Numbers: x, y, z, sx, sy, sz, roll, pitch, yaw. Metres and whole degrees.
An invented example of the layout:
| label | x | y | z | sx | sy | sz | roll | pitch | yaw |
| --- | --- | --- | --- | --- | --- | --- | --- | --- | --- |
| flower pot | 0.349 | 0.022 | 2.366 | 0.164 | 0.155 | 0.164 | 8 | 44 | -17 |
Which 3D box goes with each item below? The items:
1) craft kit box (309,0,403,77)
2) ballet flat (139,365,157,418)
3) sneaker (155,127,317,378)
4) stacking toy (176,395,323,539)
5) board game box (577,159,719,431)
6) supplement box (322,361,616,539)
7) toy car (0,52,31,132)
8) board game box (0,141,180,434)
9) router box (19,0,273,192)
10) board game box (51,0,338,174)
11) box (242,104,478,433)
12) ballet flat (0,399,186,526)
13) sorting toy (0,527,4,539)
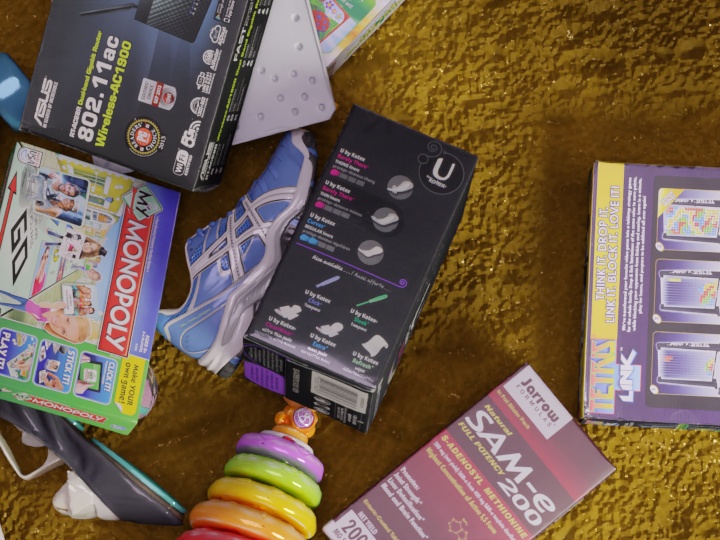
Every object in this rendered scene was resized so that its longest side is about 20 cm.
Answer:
| label | x | y | z | sx | sy | sz | roll | pitch | yaw |
| --- | --- | --- | --- | --- | --- | --- | --- | --- | --- |
| craft kit box | -0.061 | -0.257 | 1.641 | 0.200 | 0.049 | 0.198 | 44 | 88 | 6 |
| ballet flat | -0.237 | 0.041 | 1.592 | 0.200 | 0.071 | 0.069 | 41 | 86 | 6 |
| sneaker | -0.091 | -0.022 | 1.594 | 0.077 | 0.076 | 0.200 | 24 | 83 | 0 |
| stacking toy | -0.067 | 0.163 | 1.570 | 0.116 | 0.110 | 0.200 | 21 | 69 | 3 |
| board game box | 0.253 | 0.022 | 1.592 | 0.165 | 0.057 | 0.200 | 4 | 83 | 4 |
| supplement box | 0.082 | 0.173 | 1.574 | 0.200 | 0.061 | 0.109 | -39 | 83 | -5 |
| toy car | -0.360 | -0.134 | 1.553 | 0.184 | 0.200 | 0.177 | -40 | 84 | -3 |
| board game box | -0.216 | 0.011 | 1.559 | 0.134 | 0.029 | 0.200 | 17 | 59 | -17 |
| router box | -0.155 | -0.176 | 1.563 | 0.150 | 0.062 | 0.200 | 19 | 101 | 13 |
| board game box | -0.132 | -0.191 | 1.601 | 0.200 | 0.026 | 0.200 | -13 | 93 | 16 |
| box | 0.000 | 0.000 | 1.549 | 0.106 | 0.122 | 0.200 | 23 | 72 | 5 |
| ballet flat | -0.221 | 0.143 | 1.580 | 0.200 | 0.073 | 0.073 | 41 | 85 | 13 |
| sorting toy | -0.314 | 0.280 | 1.502 | 0.200 | 0.107 | 0.180 | -33 | 38 | -2 |
